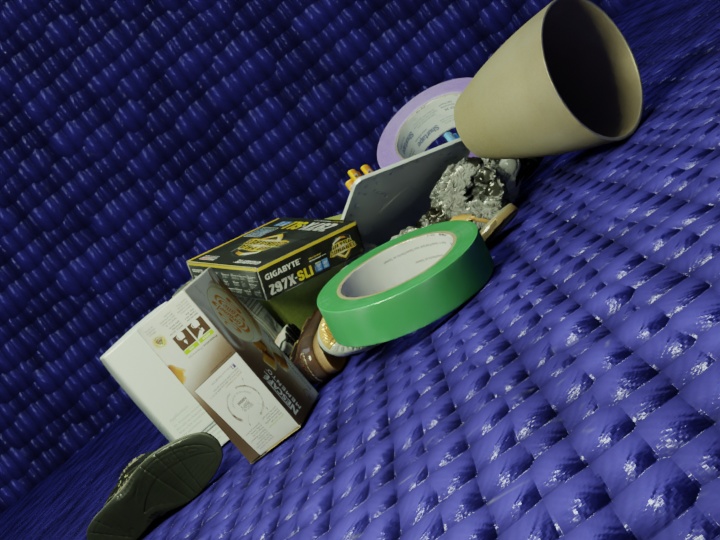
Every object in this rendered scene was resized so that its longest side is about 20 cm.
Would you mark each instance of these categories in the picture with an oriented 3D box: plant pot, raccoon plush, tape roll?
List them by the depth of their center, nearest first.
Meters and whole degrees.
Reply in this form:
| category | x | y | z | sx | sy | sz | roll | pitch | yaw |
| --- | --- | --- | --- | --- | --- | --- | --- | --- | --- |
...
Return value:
| category | x | y | z | sx | sy | sz | roll | pitch | yaw |
| --- | --- | --- | --- | --- | --- | --- | --- | --- | --- |
| tape roll | 0.050 | 0.013 | 1.436 | 0.200 | 0.048 | 0.200 | -24 | 16 | 7 |
| plant pot | 0.218 | -0.219 | 1.615 | 0.200 | 0.188 | 0.187 | -22 | 16 | 46 |
| raccoon plush | 0.131 | -0.098 | 1.745 | 0.199 | 0.097 | 0.134 | -22 | 4 | 15 |
| tape roll | 0.125 | -0.189 | 1.887 | 0.200 | 0.066 | 0.200 | -23 | 40 | 21 |
| plant pot | -0.048 | 0.001 | 1.891 | 0.184 | 0.201 | 0.200 | -22 | 14 | 34 |

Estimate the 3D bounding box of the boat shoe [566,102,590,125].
| category | x | y | z | sx | sy | sz | roll | pitch | yaw |
| --- | --- | --- | --- | --- | --- | --- | --- | --- | --- |
| boat shoe | 0.234 | -0.188 | 1.736 | 0.200 | 0.065 | 0.072 | 1 | 75 | 40 |

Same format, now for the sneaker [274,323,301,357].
| category | x | y | z | sx | sy | sz | roll | pitch | yaw |
| --- | --- | --- | --- | --- | --- | --- | --- | --- | --- |
| sneaker | -0.107 | 0.131 | 1.687 | 0.080 | 0.074 | 0.200 | -40 | 4 | 16 |

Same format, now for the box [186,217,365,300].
| category | x | y | z | sx | sy | sz | roll | pitch | yaw |
| --- | --- | --- | --- | --- | --- | --- | --- | --- | --- |
| box | -0.113 | -0.018 | 1.684 | 0.159 | 0.050 | 0.200 | -25 | 16 | -29 |

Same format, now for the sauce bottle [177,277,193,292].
| category | x | y | z | sx | sy | sz | roll | pitch | yaw |
| --- | --- | --- | --- | --- | --- | --- | --- | --- | --- |
| sauce bottle | -0.180 | 0.089 | 1.843 | 0.065 | 0.200 | 0.065 | -38 | 4 | 3 |

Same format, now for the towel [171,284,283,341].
| category | x | y | z | sx | sy | sz | roll | pitch | yaw |
| --- | --- | --- | --- | --- | --- | --- | --- | --- | --- |
| towel | -0.165 | 0.088 | 1.750 | 0.035 | 0.200 | 0.193 | -43 | 2 | 30 |

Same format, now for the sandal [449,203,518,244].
| category | x | y | z | sx | sy | sz | roll | pitch | yaw |
| --- | --- | --- | --- | --- | --- | --- | --- | --- | --- |
| sandal | 0.122 | -0.039 | 1.628 | 0.080 | 0.054 | 0.200 | -42 | 5 | -36 |

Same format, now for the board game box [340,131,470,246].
| category | x | y | z | sx | sy | sz | roll | pitch | yaw |
| --- | --- | --- | --- | --- | --- | --- | --- | --- | --- |
| board game box | 0.047 | -0.099 | 1.734 | 0.200 | 0.026 | 0.200 | -24 | -25 | -28 |

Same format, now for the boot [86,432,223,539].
| category | x | y | z | sx | sy | sz | roll | pitch | yaw |
| --- | --- | --- | --- | --- | --- | --- | --- | --- | --- |
| boot | -0.245 | 0.249 | 1.589 | 0.203 | 0.073 | 0.154 | -42 | 9 | 11 |

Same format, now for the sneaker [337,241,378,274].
| category | x | y | z | sx | sy | sz | roll | pitch | yaw |
| --- | --- | --- | --- | --- | --- | --- | --- | --- | --- |
| sneaker | 0.000 | 0.000 | 1.705 | 0.075 | 0.087 | 0.200 | -44 | -14 | 14 |

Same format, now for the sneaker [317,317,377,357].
| category | x | y | z | sx | sy | sz | roll | pitch | yaw |
| --- | --- | --- | --- | --- | --- | --- | --- | --- | --- |
| sneaker | 0.004 | 0.065 | 1.569 | 0.200 | 0.076 | 0.088 | -38 | -12 | -51 |

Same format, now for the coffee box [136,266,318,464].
| category | x | y | z | sx | sy | sz | roll | pitch | yaw |
| --- | --- | --- | --- | --- | --- | --- | --- | --- | --- |
| coffee box | -0.148 | 0.106 | 1.465 | 0.080 | 0.200 | 0.114 | -39 | 4 | 17 |

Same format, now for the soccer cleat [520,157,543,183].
| category | x | y | z | sx | sy | sz | roll | pitch | yaw |
| --- | --- | --- | --- | --- | --- | --- | --- | --- | --- |
| soccer cleat | 0.207 | -0.134 | 1.864 | 0.200 | 0.068 | 0.081 | -46 | 15 | 1 |

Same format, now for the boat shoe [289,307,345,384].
| category | x | y | z | sx | sy | sz | roll | pitch | yaw |
| --- | --- | --- | --- | --- | --- | --- | --- | --- | --- |
| boat shoe | -0.050 | 0.089 | 1.644 | 0.070 | 0.070 | 0.200 | -33 | 7 | 21 |

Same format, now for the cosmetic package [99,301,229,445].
| category | x | y | z | sx | sy | sz | roll | pitch | yaw |
| --- | --- | --- | --- | --- | --- | --- | --- | --- | --- |
| cosmetic package | -0.259 | 0.159 | 1.811 | 0.123 | 0.200 | 0.199 | -40 | 5 | -12 |
